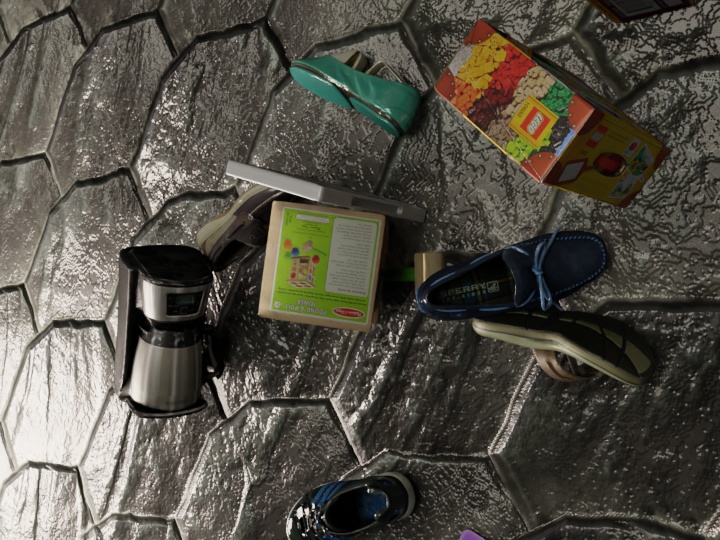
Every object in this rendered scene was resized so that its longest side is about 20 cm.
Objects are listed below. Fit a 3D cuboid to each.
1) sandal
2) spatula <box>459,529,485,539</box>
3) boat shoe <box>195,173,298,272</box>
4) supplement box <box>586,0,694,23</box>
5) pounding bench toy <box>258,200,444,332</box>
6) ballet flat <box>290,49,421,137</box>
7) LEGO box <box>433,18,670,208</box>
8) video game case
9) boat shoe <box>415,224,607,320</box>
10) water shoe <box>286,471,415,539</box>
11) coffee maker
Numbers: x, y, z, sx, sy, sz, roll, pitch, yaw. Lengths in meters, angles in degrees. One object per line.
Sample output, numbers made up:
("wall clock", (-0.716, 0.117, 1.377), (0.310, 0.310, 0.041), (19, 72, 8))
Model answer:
("sandal", (0.205, 0.078, 0.895), (0.199, 0.079, 0.058), (16, 118, 41))
("spatula", (0.107, 0.389, 0.967), (0.056, 0.020, 0.203), (19, 100, 49))
("boat shoe", (-0.142, -0.060, 1.164), (0.199, 0.071, 0.066), (-31, 74, 35))
("supplement box", (0.262, -0.360, 0.852), (0.085, 0.110, 0.203), (-4, 84, 36))
("pounding bench toy", (0.000, 0.000, 1.012), (0.197, 0.156, 0.126), (7, 91, 5))
("ballet flat", (0.000, -0.229, 1.079), (0.199, 0.067, 0.071), (34, 82, 34))
("LEGO box", (0.185, -0.143, 0.838), (0.149, 0.199, 0.078), (47, 114, 29))
("video game case", (-0.035, -0.088, 0.999), (0.142, 0.199, 0.018), (19, 97, 36))
("boat shoe", (0.155, 0.015, 0.887), (0.198, 0.069, 0.085), (-22, 88, 5))
("water shoe", (-0.030, 0.283, 1.043), (0.199, 0.078, 0.072), (-30, 69, 32))
("coffee maker", (-0.279, 0.070, 1.193), (0.190, 0.134, 0.203), (20, 111, 32))
